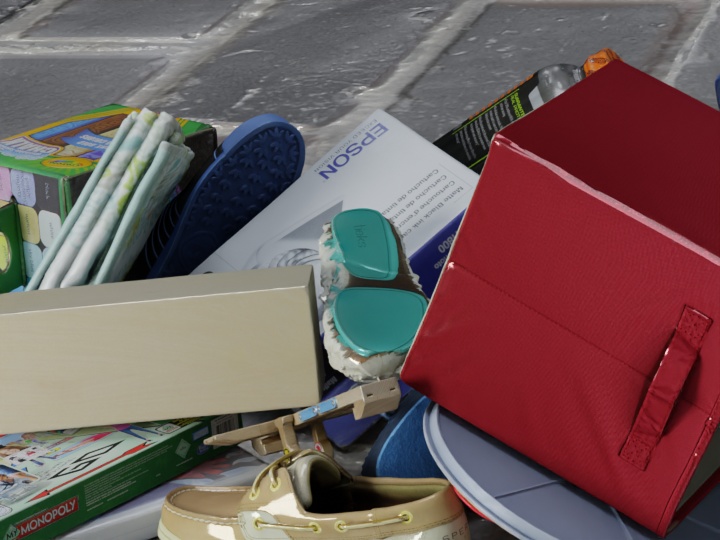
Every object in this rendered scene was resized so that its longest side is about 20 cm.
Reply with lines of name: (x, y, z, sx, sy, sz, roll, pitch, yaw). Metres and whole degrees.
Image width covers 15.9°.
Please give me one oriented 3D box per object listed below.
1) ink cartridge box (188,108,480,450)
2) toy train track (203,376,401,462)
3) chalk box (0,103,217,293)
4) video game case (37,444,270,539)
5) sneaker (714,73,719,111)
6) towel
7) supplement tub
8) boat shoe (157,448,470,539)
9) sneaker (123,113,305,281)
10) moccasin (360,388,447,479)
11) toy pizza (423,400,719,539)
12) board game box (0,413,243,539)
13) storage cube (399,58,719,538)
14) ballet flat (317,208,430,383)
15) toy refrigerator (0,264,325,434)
ink cartridge box: (0.000, 0.000, 1.714, 0.199, 0.041, 0.200, -42, 42, -10)
toy train track: (-0.021, 0.095, 1.514, 0.114, 0.033, 0.200, -13, -6, -23)
chalk box: (-0.215, -0.036, 1.927, 0.124, 0.126, 0.199, 14, 25, 43)
video game case: (-0.180, 0.131, 1.598, 0.199, 0.023, 0.182, -16, 22, -29)
sneaker: (0.275, -0.056, 1.773, 0.089, 0.201, 0.079, 2, -27, -26)
towel: (-0.174, -0.011, 1.717, 0.048, 0.201, 0.171, 30, -2, 1)
supplement tub: (0.117, -0.062, 1.810, 0.200, 0.123, 0.123, -33, 13, 16)
boat shoe: (-0.027, 0.137, 1.477, 0.199, 0.067, 0.074, 4, 21, 23)
sneaker: (-0.115, -0.034, 1.813, 0.070, 0.200, 0.078, 28, 14, -31)
moccasin: (0.066, 0.088, 1.575, 0.200, 0.081, 0.068, -36, 13, -38)
toy pizza: (0.125, 0.126, 1.454, 0.199, 0.032, 0.200, 19, 24, -9)
board game box: (-0.188, 0.114, 1.573, 0.134, 0.029, 0.200, 13, 27, 40)
storage cube: (0.158, 0.011, 1.458, 0.179, 0.172, 0.200, 30, 31, 16)
ballet flat: (0.009, 0.030, 1.581, 0.071, 0.072, 0.200, -5, 27, 0)
toy refrigerator: (-0.124, 0.047, 1.574, 0.199, 0.076, 0.070, -6, 12, 3)
